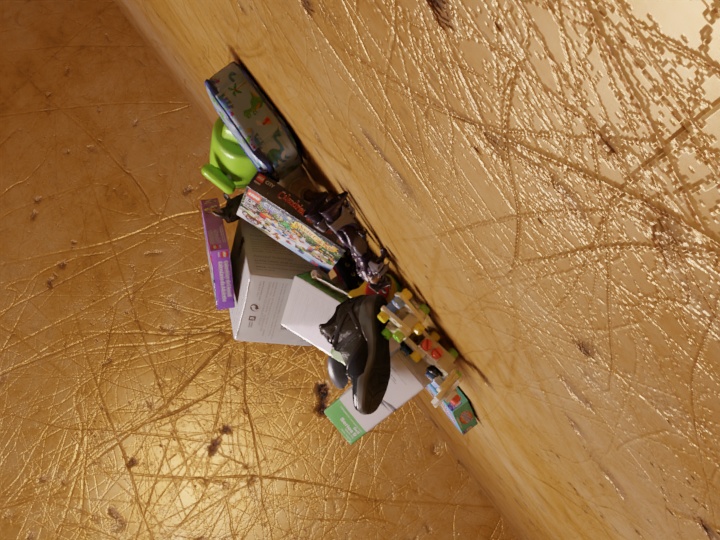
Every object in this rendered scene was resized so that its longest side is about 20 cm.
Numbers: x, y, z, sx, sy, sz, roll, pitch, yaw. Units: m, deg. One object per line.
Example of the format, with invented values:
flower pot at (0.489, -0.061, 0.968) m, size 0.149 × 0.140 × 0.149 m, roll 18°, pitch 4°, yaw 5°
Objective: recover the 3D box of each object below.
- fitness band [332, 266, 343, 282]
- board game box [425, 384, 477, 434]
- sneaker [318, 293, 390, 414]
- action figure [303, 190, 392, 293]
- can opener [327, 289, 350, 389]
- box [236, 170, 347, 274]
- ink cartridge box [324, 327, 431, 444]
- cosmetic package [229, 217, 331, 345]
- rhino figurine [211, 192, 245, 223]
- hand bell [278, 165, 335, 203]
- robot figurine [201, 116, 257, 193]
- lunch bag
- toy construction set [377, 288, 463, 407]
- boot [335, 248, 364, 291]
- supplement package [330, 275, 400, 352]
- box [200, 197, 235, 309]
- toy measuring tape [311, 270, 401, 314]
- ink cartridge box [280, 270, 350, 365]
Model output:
fitness band at (-0.062, -0.061, 1.874) m, size 0.144 × 0.037 × 0.200 m, roll 65°, pitch -176°, yaw 37°
board game box at (0.164, 0.240, 1.976) m, size 0.200 × 0.045 × 0.152 m, roll 51°, pitch 174°, yaw 30°
sneaker at (-0.011, 0.142, 1.578) m, size 0.076 × 0.114 × 0.201 m, roll 4°, pitch -96°, yaw -54°
action figure at (-0.003, -0.039, 1.506) m, size 0.200 × 0.069 × 0.130 m, roll 52°, pitch 169°, yaw -29°
can opener at (-0.036, 0.133, 1.757) m, size 0.053 × 0.067 × 0.201 m, roll 11°, pitch 124°, yaw 33°
box at (-0.116, -0.081, 1.626) m, size 0.199 × 0.038 × 0.137 m, roll 33°, pitch 158°, yaw -3°
ink cartridge box at (0.051, 0.207, 1.677) m, size 0.084 × 0.200 × 0.146 m, roll 51°, pitch -151°, yaw 5°
cosmetic package at (-0.170, 0.021, 1.860) m, size 0.200 × 0.164 × 0.165 m, roll -111°, pitch 33°, yaw -52°
rhino figurine at (-0.203, -0.124, 1.845) m, size 0.088 × 0.199 × 0.060 m, roll 60°, pitch 144°, yaw 32°
hand bell at (-0.088, -0.134, 1.659) m, size 0.200 × 0.104 × 0.104 m, roll 23°, pitch 152°, yaw 54°
robot figurine at (-0.230, -0.233, 1.790) m, size 0.115 × 0.176 × 0.200 m, roll 22°, pitch 154°, yaw -3°
lunch bag at (-0.183, -0.251, 1.614) m, size 0.200 × 0.082 × 0.161 m, roll 54°, pitch 178°, yaw 4°
toy construction set at (0.108, 0.128, 1.519) m, size 0.201 × 0.092 × 0.131 m, roll 58°, pitch 168°, yaw 9°
boot at (-0.002, 0.001, 1.717) m, size 0.154 × 0.073 × 0.204 m, roll 60°, pitch 171°, yaw -31°
supplement package at (0.000, 0.101, 1.916) m, size 0.152 × 0.150 × 0.200 m, roll 56°, pitch 174°, yaw -20°
box at (-0.283, -0.035, 1.842) m, size 0.200 × 0.039 × 0.137 m, roll -113°, pitch 18°, yaw -53°
toy measuring tape at (0.007, 0.025, 1.638) m, size 0.199 × 0.074 × 0.074 m, roll 27°, pitch 163°, yaw 27°
ink cartridge box at (-0.043, 0.093, 1.680) m, size 0.199 × 0.104 × 0.059 m, roll 30°, pitch -157°, yaw 27°
